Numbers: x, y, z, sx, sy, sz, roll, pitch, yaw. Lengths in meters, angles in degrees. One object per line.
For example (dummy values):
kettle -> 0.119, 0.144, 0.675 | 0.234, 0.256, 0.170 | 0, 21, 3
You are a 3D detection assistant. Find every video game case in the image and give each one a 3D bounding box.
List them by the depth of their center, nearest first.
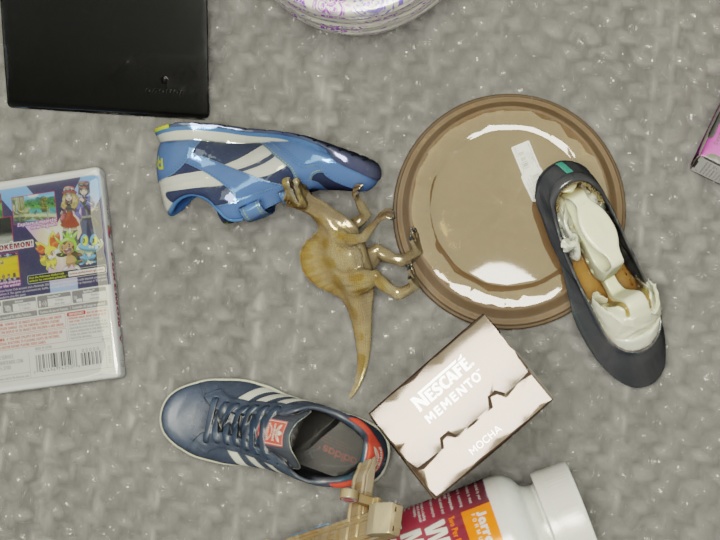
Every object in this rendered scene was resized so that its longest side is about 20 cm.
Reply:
video game case -> -0.310, 0.015, 1.190 | 0.197, 0.023, 0.185 | -8, 84, 6

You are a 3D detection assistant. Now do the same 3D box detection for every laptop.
laptop -> -0.215, -0.254, 1.214 | 0.185, 0.116, 0.202 | 4, 56, 6

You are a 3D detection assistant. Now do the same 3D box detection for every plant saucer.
plant saucer -> 0.124, -0.052, 1.148 | 0.197, 0.029, 0.203 | -1, 83, 6

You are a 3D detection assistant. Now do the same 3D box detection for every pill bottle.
pill bottle -> 0.086, 0.229, 1.082 | 0.198, 0.110, 0.111 | -21, 82, 4

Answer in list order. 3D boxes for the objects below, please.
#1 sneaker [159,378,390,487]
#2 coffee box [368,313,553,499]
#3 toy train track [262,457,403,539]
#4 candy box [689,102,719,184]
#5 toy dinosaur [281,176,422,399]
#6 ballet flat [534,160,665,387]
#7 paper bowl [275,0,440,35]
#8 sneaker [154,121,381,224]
sneaker -> -0.074, 0.131, 1.121 | 0.197, 0.085, 0.076 | 8, 85, 7
coffee box -> 0.080, 0.104, 1.049 | 0.113, 0.200, 0.080 | -40, 82, 0
toy train track -> -0.036, 0.208, 1.064 | 0.032, 0.199, 0.116 | 22, 61, -25
candy box -> 0.389, -0.104, 1.109 | 0.198, 0.061, 0.138 | 26, 87, 7
toy dinosaur -> 0.000, 0.000, 1.133 | 0.100, 0.058, 0.202 | -13, 111, 21
ballet flat -> 0.197, 0.007, 1.090 | 0.072, 0.073, 0.202 | -24, 97, 3
paper bowl -> -0.002, -0.298, 1.148 | 0.198, 0.104, 0.204 | -1, 84, 6
sneaker -> -0.080, -0.077, 1.153 | 0.197, 0.074, 0.083 | 6, 90, 11
